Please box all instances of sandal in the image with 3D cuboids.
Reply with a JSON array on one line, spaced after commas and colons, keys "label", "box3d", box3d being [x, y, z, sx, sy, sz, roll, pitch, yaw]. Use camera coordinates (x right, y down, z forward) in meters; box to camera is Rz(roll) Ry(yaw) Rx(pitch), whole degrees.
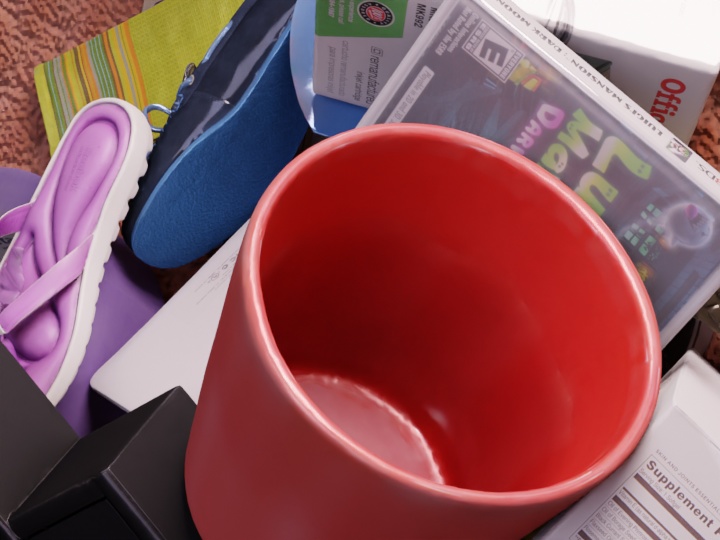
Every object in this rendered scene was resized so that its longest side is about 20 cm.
[{"label": "sandal", "box3d": [-0.179, -0.007, 1.153, 0.082, 0.050, 0.204, 5, 69, 37]}]

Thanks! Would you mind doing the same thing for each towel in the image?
[{"label": "towel", "box3d": [-0.111, -0.126, 1.271, 0.199, 0.018, 0.087, -25, 72, 23]}]

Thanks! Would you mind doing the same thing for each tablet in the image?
[{"label": "tablet", "box3d": [-0.050, 0.009, 1.137, 0.200, 0.014, 0.130, -47, 34, -14]}]

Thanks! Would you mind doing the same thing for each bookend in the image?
[{"label": "bookend", "box3d": [-0.162, 0.110, 1.057, 0.200, 0.092, 0.199, -28, 105, 38]}]

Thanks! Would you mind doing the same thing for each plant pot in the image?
[{"label": "plant pot", "box3d": [0.011, 0.062, 0.966, 0.201, 0.200, 0.178, 61, 144, 22]}]

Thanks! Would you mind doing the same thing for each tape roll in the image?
[{"label": "tape roll", "box3d": [-0.218, 0.047, 1.238, 0.199, 0.085, 0.201, -16, 56, 25]}]

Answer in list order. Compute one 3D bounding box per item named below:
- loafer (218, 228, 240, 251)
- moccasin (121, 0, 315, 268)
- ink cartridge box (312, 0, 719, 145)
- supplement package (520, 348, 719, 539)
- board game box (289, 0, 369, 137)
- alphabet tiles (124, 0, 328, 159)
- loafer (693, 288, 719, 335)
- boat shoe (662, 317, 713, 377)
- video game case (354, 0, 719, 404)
[{"label": "loafer", "box3d": [0.000, 0.000, 1.167, 0.200, 0.070, 0.069, 6, 84, 30]}, {"label": "moccasin", "box3d": [-0.069, -0.092, 1.204, 0.200, 0.080, 0.068, -51, 45, 3]}, {"label": "ink cartridge box", "box3d": [0.082, -0.127, 1.055, 0.199, 0.146, 0.084, 16, 69, 4]}, {"label": "supplement package", "box3d": [0.138, 0.169, 0.997, 0.151, 0.152, 0.200, 44, 104, 4]}, {"label": "board game box", "box3d": [0.061, -0.116, 1.152, 0.199, 0.039, 0.159, 19, 70, 5]}, {"label": "alphabet tiles", "box3d": [-0.056, -0.110, 1.252, 0.199, 0.008, 0.168, 8, 86, 30]}, {"label": "loafer", "box3d": [0.170, -0.015, 1.047, 0.199, 0.068, 0.076, 27, 104, -3]}, {"label": "boat shoe", "box3d": [0.126, 0.058, 1.098, 0.068, 0.057, 0.201, 29, 96, 29]}, {"label": "video game case", "box3d": [0.070, -0.015, 1.014, 0.182, 0.023, 0.200, 40, 128, 4]}]
